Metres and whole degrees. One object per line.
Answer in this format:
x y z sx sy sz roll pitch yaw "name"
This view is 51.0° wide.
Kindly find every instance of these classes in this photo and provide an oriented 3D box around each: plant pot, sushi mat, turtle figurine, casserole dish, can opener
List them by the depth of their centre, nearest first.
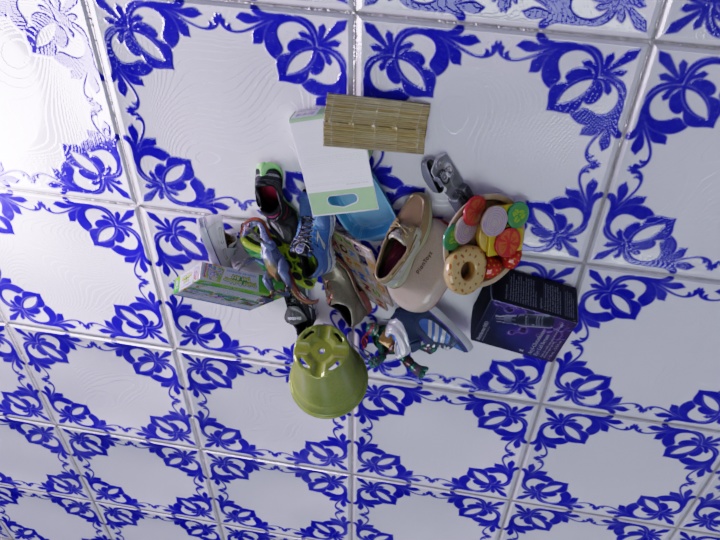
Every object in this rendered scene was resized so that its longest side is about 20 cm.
0.029 -0.266 1.374 0.196 0.012 0.097 3 116 -11 "sushi mat"
0.187 -0.148 1.495 0.066 0.054 0.201 14 149 50 "can opener"
0.001 -0.144 1.541 0.119 0.039 0.201 -14 130 26 "casserole dish"
-0.084 0.223 1.780 0.197 0.203 0.185 6 151 8 "plant pot"
0.080 0.168 1.794 0.198 0.101 0.151 28 94 -10 "turtle figurine"

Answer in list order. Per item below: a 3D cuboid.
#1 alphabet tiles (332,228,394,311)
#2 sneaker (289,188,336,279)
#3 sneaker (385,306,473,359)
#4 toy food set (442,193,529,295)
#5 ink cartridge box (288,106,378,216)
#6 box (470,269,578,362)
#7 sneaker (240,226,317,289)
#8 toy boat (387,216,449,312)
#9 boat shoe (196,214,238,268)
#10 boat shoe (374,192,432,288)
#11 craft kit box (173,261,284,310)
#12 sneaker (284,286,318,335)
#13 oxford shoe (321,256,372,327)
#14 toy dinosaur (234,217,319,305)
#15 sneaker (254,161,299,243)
0.000 0.000 1.633 0.166 0.008 0.202 31 153 44 "alphabet tiles"
-0.101 -0.071 1.574 0.078 0.089 0.203 12 121 33 "sneaker"
0.147 0.159 1.729 0.200 0.081 0.147 43 91 -17 "sneaker"
0.246 -0.057 1.489 0.197 0.049 0.201 -11 115 -21 "toy food set"
-0.045 -0.211 1.447 0.143 0.048 0.203 -4 119 17 "ink cartridge box"
0.354 0.095 1.643 0.196 0.105 0.149 14 137 -1 "box"
-0.178 -0.027 1.675 0.199 0.074 0.084 35 157 5 "sneaker"
0.143 -0.009 1.587 0.130 0.130 0.202 36 101 16 "toy boat"
-0.305 -0.053 1.688 0.069 0.072 0.202 -17 140 -4 "boat shoe"
0.085 -0.062 1.505 0.073 0.203 0.066 20 -177 32 "boat shoe"
-0.300 0.039 1.704 0.197 0.049 0.197 14 165 -29 "craft kit box"
-0.149 0.077 1.759 0.065 0.091 0.202 -3 134 17 "sneaker"
-0.053 0.037 1.681 0.201 0.075 0.070 52 147 -11 "oxford shoe"
-0.195 -0.022 1.609 0.104 0.184 0.199 -27 146 34 "toy dinosaur"
-0.182 -0.128 1.569 0.075 0.085 0.202 -3 133 18 "sneaker"
